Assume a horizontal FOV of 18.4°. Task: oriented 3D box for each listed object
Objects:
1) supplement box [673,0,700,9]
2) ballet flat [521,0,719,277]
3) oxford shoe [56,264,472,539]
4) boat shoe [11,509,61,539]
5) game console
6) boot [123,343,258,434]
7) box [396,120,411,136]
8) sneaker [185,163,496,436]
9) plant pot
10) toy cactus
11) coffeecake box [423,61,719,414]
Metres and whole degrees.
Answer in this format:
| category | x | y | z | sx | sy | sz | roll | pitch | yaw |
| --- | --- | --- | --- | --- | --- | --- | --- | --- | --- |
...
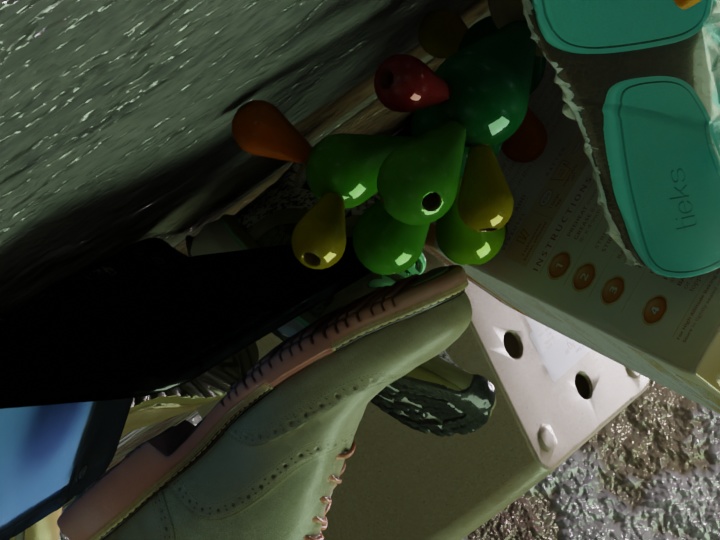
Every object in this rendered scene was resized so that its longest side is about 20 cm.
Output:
| category | x | y | z | sx | sy | sz | roll | pitch | yaw |
| --- | --- | --- | --- | --- | --- | --- | --- | --- | --- |
| supplement box | 0.159 | -0.163 | 0.621 | 0.200 | 0.074 | 0.126 | -33 | 176 | -42 |
| ballet flat | 0.090 | -0.083 | 0.728 | 0.072 | 0.072 | 0.201 | -34 | 136 | -18 |
| oxford shoe | -0.026 | 0.070 | 0.875 | 0.200 | 0.074 | 0.071 | -37 | 177 | 23 |
| boat shoe | -0.219 | 0.152 | 1.460 | 0.200 | 0.076 | 0.072 | -38 | 176 | 42 |
| game console | -0.094 | 0.061 | 0.856 | 0.200 | 0.116 | 0.177 | -29 | 143 | -60 |
| boot | -0.169 | 0.086 | 1.120 | 0.200 | 0.066 | 0.175 | -38 | 164 | 36 |
| box | 0.115 | -0.119 | 1.178 | 0.160 | 0.044 | 0.200 | -35 | 178 | -21 |
| sneaker | 0.000 | 0.000 | 0.971 | 0.077 | 0.200 | 0.089 | 36 | 89 | -43 |
| plant pot | 0.041 | 0.050 | 1.256 | 0.177 | 0.201 | 0.200 | -24 | -175 | 39 |
| toy cactus | 0.041 | -0.075 | 0.802 | 0.165 | 0.102 | 0.200 | -55 | 170 | 14 |
| coffeecake box | 0.127 | -0.039 | 0.870 | 0.154 | 0.073 | 0.200 | -58 | -145 | -3 |
